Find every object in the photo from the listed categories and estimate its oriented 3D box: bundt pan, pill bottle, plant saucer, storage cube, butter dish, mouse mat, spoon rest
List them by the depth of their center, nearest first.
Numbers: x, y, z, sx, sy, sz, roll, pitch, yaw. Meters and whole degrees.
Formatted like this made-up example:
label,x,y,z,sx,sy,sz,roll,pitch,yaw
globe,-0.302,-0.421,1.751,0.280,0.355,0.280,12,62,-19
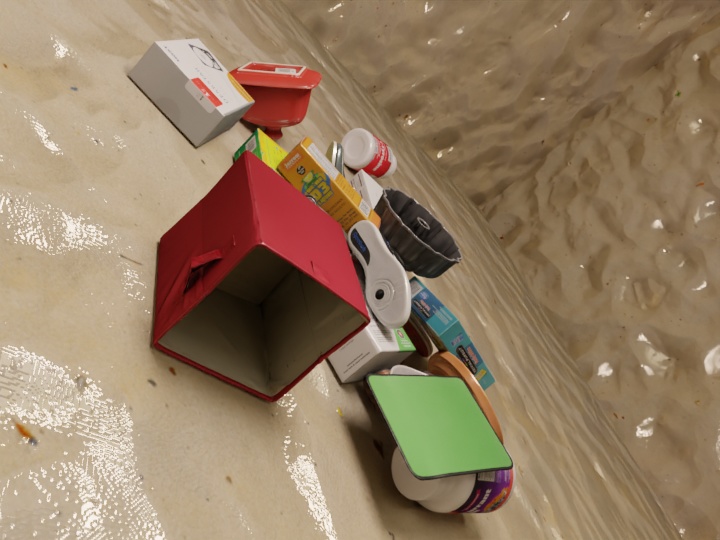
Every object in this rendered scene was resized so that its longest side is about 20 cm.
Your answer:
label,x,y,z,sx,sy,sz,roll,pitch,yaw
storage cube,-0.118,0.007,0.697,0.199,0.170,0.181,36,23,-36
mouse mat,0.109,0.206,0.816,0.197,0.008,0.162,9,38,-37
pill bottle,0.133,0.287,0.860,0.199,0.111,0.113,25,31,-46
spoon rest,0.114,0.193,0.890,0.198,0.061,0.100,28,25,-41
plant saucer,0.173,0.236,1.039,0.201,0.032,0.202,55,-19,29
bundt pan,0.098,-0.063,1.146,0.200,0.076,0.203,34,24,-17
butter dish,-0.185,-0.355,1.277,0.195,0.151,0.201,4,25,0
pill bottle,0.030,-0.337,1.775,0.113,0.112,0.199,58,20,21

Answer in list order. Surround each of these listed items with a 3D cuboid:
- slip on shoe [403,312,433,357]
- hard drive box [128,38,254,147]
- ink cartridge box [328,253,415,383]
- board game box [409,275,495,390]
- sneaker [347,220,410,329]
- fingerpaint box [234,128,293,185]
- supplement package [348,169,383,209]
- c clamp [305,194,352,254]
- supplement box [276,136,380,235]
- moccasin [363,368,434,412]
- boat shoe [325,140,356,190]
label,x,y,z,sx,sy,sz,roll,pitch,yaw
slip on shoe,0.084,0.113,1.164,0.074,0.061,0.201,49,-2,45
hard drive box,-0.286,-0.316,1.049,0.156,0.077,0.201,46,20,-14
ink cartridge box,-0.017,0.067,0.958,0.202,0.084,0.145,58,19,21
board game box,0.160,0.122,1.114,0.201,0.047,0.151,54,-3,-39
sneaker,0.052,0.017,0.969,0.112,0.072,0.202,40,24,-52
fingerpaint box,-0.136,-0.129,1.059,0.166,0.073,0.202,36,24,-37
supplement package,0.029,-0.093,1.323,0.155,0.110,0.202,38,24,-32
c clamp,-0.072,-0.072,0.929,0.171,0.027,0.200,45,16,-6
supplement box,-0.053,-0.132,1.042,0.200,0.066,0.069,48,22,-11
moccasin,0.079,0.202,0.960,0.201,0.073,0.079,25,45,-60
boat shoe,-0.041,-0.142,1.145,0.060,0.205,0.073,1,11,-16
